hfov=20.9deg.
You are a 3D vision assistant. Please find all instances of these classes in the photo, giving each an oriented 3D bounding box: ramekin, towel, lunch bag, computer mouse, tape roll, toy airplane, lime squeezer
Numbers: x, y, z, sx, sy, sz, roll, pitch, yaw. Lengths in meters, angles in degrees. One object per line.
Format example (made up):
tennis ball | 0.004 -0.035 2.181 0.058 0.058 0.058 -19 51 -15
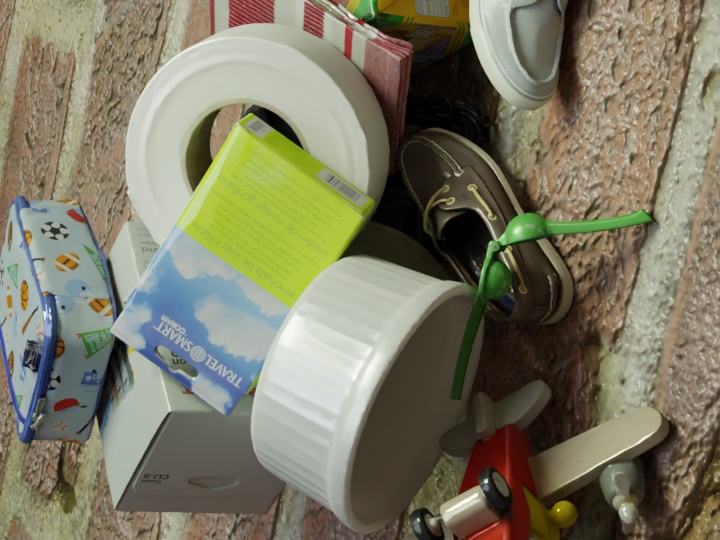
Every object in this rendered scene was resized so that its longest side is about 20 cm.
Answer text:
ramekin | 0.004 0.086 1.460 0.097 0.200 0.202 25 111 22
towel | -0.042 -0.174 1.573 0.199 0.023 0.144 34 147 20
lunch bag | -0.264 0.047 1.652 0.201 0.075 0.161 -110 32 -44
computer mouse | 0.040 -0.053 1.625 0.138 0.053 0.201 19 103 33
tape roll | -0.081 -0.089 1.523 0.071 0.201 0.204 -51 -22 -69
toy airplane | 0.116 0.176 1.431 0.141 0.199 0.200 52 156 -13
lime squeezer | 0.119 0.004 1.441 0.200 0.071 0.038 -44 3 12

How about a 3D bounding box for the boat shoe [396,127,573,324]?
boat shoe | 0.085 -0.036 1.517 0.200 0.059 0.072 54 129 26

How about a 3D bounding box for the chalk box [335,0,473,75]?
chalk box | 0.002 -0.232 1.632 0.200 0.123 0.125 -23 69 53

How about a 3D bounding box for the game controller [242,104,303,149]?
game controller | -0.056 -0.101 1.652 0.105 0.042 0.200 60 169 -5

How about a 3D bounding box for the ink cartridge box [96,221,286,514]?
ink cartridge box | -0.135 0.084 1.628 0.145 0.144 0.201 -58 38 42

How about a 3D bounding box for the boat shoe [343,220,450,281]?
boat shoe | 0.000 0.000 1.599 0.199 0.073 0.063 31 160 21

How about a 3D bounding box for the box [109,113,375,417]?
box | -0.091 -0.003 1.487 0.122 0.048 0.201 35 111 3

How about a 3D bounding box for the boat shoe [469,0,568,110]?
boat shoe | 0.127 -0.226 1.492 0.071 0.070 0.202 -31 60 56
